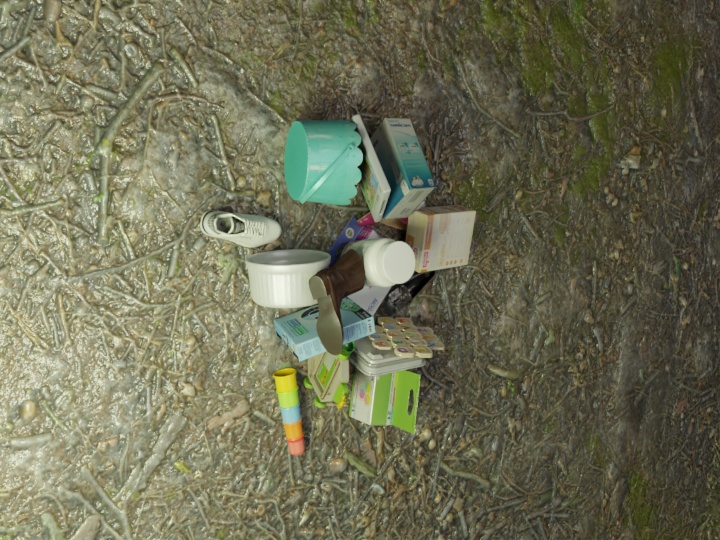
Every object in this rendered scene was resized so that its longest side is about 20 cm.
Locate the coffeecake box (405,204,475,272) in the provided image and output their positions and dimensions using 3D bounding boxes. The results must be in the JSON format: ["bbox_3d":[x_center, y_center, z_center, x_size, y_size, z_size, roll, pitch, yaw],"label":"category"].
[{"bbox_3d":[0.215,-0.090,1.749,0.196,0.072,0.159,-8,113,-39],"label":"coffeecake box"}]

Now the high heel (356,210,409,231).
[{"bbox_3d":[0.070,-0.124,1.682,0.198,0.066,0.098,-27,96,-48],"label":"high heel"}]

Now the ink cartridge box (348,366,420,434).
[{"bbox_3d":[0.059,0.316,1.619,0.074,0.198,0.153,9,87,-32],"label":"ink cartridge box"}]

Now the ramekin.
[{"bbox_3d":[-0.163,0.017,1.468,0.196,0.199,0.101,-8,103,-32],"label":"ramekin"}]

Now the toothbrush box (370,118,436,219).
[{"bbox_3d":[0.090,-0.254,1.609,0.083,0.146,0.205,-7,67,-32],"label":"toothbrush box"}]

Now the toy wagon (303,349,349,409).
[{"bbox_3d":[-0.071,0.251,1.529,0.039,0.201,0.158,8,119,-35],"label":"toy wagon"}]

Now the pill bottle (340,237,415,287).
[{"bbox_3d":[0.041,-0.019,1.549,0.110,0.198,0.118,0,91,-30],"label":"pill bottle"}]

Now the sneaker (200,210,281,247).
[{"bbox_3d":[-0.263,-0.095,1.464,0.195,0.080,0.079,2,89,-35],"label":"sneaker"}]

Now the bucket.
[{"bbox_3d":[-0.092,-0.253,1.503,0.131,0.206,0.215,-2,93,-24],"label":"bucket"}]

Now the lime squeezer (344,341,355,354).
[{"bbox_3d":[-0.038,0.197,1.583,0.037,0.071,0.204,27,100,-3],"label":"lime squeezer"}]

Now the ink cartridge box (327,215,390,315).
[{"bbox_3d":[0.000,0.000,1.664,0.200,0.043,0.199,45,69,-28],"label":"ink cartridge box"}]

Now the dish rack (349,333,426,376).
[{"bbox_3d":[0.056,0.197,1.629,0.195,0.171,0.045,-5,113,-33],"label":"dish rack"}]

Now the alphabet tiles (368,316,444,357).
[{"bbox_3d":[0.112,0.168,1.646,0.189,0.201,0.015,3,112,-16],"label":"alphabet tiles"}]

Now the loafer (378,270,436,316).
[{"bbox_3d":[0.127,0.050,1.735,0.199,0.062,0.073,-42,114,-25],"label":"loafer"}]

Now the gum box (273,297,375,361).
[{"bbox_3d":[-0.087,0.131,1.513,0.195,0.169,0.046,-18,112,-20],"label":"gum box"}]

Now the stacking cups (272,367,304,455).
[{"bbox_3d":[-0.169,0.343,1.561,0.059,0.060,0.207,-15,105,-31],"label":"stacking cups"}]

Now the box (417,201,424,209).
[{"bbox_3d":[0.122,-0.260,1.688,0.038,0.041,0.206,-4,70,-24],"label":"box"}]

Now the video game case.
[{"bbox_3d":[0.016,-0.241,1.546,0.021,0.183,0.205,-18,76,-11],"label":"video game case"}]

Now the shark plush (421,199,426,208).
[{"bbox_3d":[0.173,-0.203,1.758,0.083,0.089,0.206,-30,105,-60],"label":"shark plush"}]

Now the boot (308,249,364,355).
[{"bbox_3d":[-0.034,0.066,1.444,0.199,0.062,0.192,-35,117,-61],"label":"boot"}]
